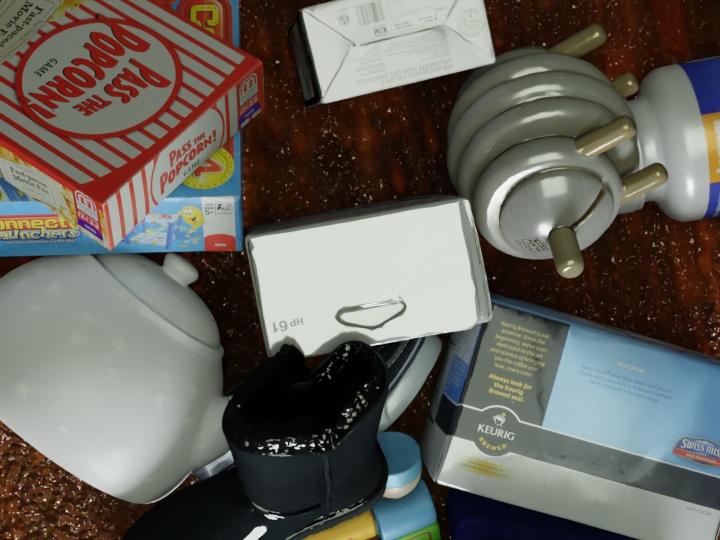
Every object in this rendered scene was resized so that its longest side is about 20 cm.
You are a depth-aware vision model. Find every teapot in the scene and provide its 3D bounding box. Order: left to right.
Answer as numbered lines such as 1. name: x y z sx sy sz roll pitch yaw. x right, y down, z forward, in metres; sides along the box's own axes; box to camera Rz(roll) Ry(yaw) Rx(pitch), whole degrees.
1. teapot: -0.167 0.047 1.061 0.200 0.197 0.146 36 92 -37

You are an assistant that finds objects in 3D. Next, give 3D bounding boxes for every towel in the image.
1. towel: 0.134 0.214 1.083 0.147 0.200 0.050 10 103 -3

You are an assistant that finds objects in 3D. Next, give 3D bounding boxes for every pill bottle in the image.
1. pill bottle: 0.260 -0.096 1.111 0.199 0.112 0.113 -11 95 -2

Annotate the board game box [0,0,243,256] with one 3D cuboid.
1. board game box: -0.177 -0.104 1.054 0.195 0.056 0.201 -2 53 -4

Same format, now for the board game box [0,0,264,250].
1. board game box: -0.184 -0.119 1.000 0.200 0.046 0.152 31 57 20

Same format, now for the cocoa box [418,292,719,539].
1. cocoa box: 0.156 0.102 1.108 0.199 0.133 0.132 16 92 -5

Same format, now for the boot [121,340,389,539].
1. boot: -0.072 0.125 0.967 0.199 0.168 0.077 -24 61 -10

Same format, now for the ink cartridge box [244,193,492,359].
1. ink cartridge box: 0.000 0.000 1.058 0.144 0.200 0.085 -11 95 -3

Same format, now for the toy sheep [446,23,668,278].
1. toy sheep: 0.121 -0.076 1.020 0.137 0.201 0.138 -2 133 -2

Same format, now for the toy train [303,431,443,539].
1. toy train: -0.040 0.190 1.085 0.199 0.085 0.116 -18 125 -13

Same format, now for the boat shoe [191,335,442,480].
1. boat shoe: -0.037 0.096 1.126 0.200 0.071 0.091 -45 100 3

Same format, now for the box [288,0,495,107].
1. box: 0.016 -0.151 1.049 0.116 0.200 0.060 -14 96 -4
